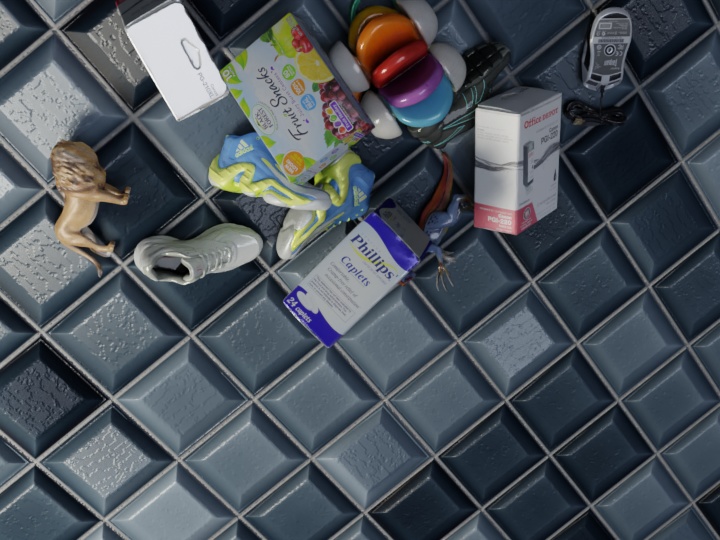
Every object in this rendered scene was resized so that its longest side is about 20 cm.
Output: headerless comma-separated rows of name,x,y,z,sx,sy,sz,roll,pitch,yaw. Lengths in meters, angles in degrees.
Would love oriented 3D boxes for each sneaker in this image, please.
sneaker,-0.045,-0.090,1.675,0.105,0.076,0.200,28,102,-25
sneaker,0.162,-0.274,1.678,0.200,0.075,0.079,-42,131,11
sneaker,-0.244,-0.014,1.643,0.199,0.099,0.078,-12,116,-11
sneaker,-0.130,-0.154,1.596,0.199,0.076,0.106,15,96,13

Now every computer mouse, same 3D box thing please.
computer mouse,0.392,-0.330,1.729,0.109,0.044,0.201,-1,119,-11

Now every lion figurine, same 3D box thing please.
lion figurine,-0.412,-0.090,1.579,0.122,0.073,0.201,15,112,-14

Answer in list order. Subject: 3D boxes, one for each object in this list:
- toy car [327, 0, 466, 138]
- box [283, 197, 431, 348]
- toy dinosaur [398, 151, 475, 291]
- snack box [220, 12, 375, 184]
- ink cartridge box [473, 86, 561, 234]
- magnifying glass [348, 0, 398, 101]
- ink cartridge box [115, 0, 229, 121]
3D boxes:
toy car,0.064,-0.291,1.563,0.175,0.150,0.200,-36,115,0
box,0.000,0.000,1.651,0.105,0.184,0.200,45,104,-1
toy dinosaur,0.113,-0.061,1.765,0.181,0.105,0.201,-29,84,8
snack box,-0.093,-0.246,1.540,0.142,0.053,0.200,-37,79,16
ink cartridge box,0.249,-0.176,1.693,0.146,0.085,0.201,-31,125,-47
magnifying glass,0.008,-0.334,1.624,0.079,0.022,0.201,9,110,-20
ink cartridge box,-0.258,-0.306,1.456,0.084,0.200,0.145,-29,117,-2
